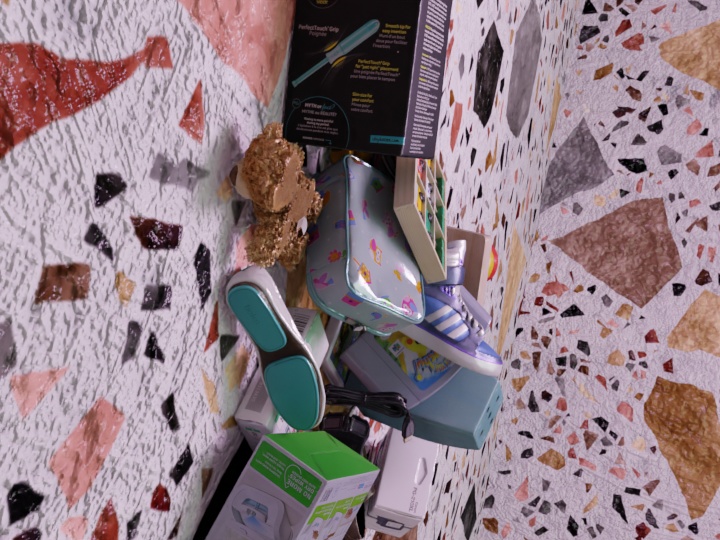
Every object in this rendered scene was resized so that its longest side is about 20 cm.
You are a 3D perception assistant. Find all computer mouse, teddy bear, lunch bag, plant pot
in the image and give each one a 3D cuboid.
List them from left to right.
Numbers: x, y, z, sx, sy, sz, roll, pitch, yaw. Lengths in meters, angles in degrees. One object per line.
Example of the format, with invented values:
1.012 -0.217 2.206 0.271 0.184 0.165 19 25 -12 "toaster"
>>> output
-0.090 -0.074 0.870 0.200 0.066 0.147 15 90 -78 "teddy bear"
0.004 0.228 1.146 0.046 0.138 0.202 -82 178 -52 "computer mouse"
0.009 -0.023 0.989 0.160 0.076 0.203 28 50 -43 "lunch bag"
0.105 0.178 1.228 0.143 0.198 0.142 -60 155 -17 "plant pot"

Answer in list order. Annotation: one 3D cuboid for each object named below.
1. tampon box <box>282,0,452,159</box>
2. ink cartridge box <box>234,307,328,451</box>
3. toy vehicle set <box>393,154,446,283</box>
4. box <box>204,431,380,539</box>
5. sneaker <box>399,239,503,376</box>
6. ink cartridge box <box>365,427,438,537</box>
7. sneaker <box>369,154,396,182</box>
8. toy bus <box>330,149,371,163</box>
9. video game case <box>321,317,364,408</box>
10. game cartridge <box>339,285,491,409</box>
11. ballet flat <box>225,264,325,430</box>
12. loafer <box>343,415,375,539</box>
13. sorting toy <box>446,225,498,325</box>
0.011 -0.236 0.930 0.126 0.148 0.204 -15 113 -68 "tampon box"
-0.081 0.169 1.022 0.201 0.049 0.162 73 32 -48 "ink cartridge box"
0.079 -0.098 1.043 0.202 0.026 0.125 -84 154 -46 "toy vehicle set"
-0.079 0.287 0.938 0.178 0.096 0.200 -61 160 1 "box"
0.129 0.037 1.093 0.148 0.198 0.081 -62 -177 3 "sneaker"
0.063 0.349 1.363 0.201 0.083 0.147 107 -2 -64 "ink cartridge box"
0.045 -0.104 1.113 0.081 0.074 0.203 -42 116 -57 "sneaker"
0.012 -0.232 1.042 0.065 0.077 0.204 -12 110 -69 "toy bus"
-0.006 0.082 1.233 0.183 0.022 0.202 68 37 -57 "video game case"
0.085 0.101 1.154 0.200 0.133 0.040 -44 179 -7 "game cartridge"
-0.084 0.080 0.890 0.070 0.069 0.202 -56 130 -50 "ballet flat"
-0.005 0.327 1.275 0.073 0.070 0.204 -15 114 -69 "loafer"
0.140 0.027 1.341 0.069 0.197 0.204 -1 102 -40 "sorting toy"
